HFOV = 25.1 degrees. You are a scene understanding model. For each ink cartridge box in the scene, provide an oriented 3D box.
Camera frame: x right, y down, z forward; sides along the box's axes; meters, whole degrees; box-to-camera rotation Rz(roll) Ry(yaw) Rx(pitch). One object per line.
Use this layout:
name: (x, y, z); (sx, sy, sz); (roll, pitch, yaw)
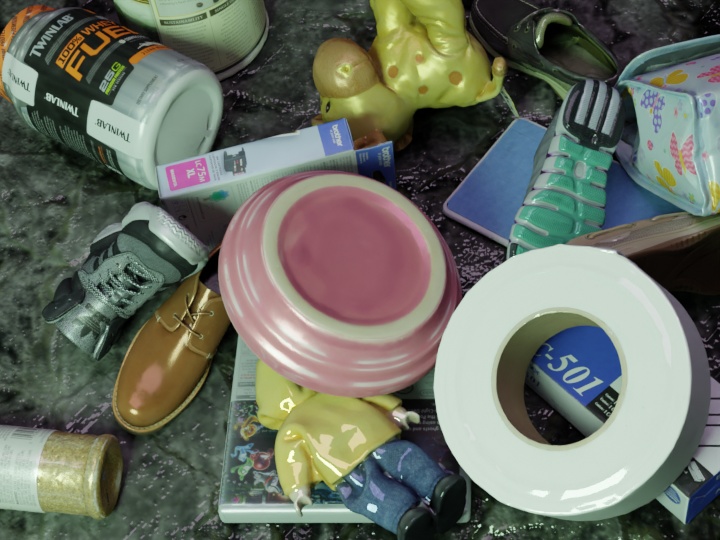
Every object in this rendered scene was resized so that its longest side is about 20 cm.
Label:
ink cartridge box: (0.215, 0.098, 1.276); (0.094, 0.044, 0.200); (-36, 57, -20)
ink cartridge box: (-0.068, -0.069, 1.390); (0.198, 0.120, 0.042); (-13, 61, -2)

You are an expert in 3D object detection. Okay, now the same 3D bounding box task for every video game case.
video game case: (-0.008, 0.119, 1.307); (0.198, 0.023, 0.183); (-1, 53, 6)

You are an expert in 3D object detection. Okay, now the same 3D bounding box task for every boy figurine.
boy figurine: (-0.017, 0.137, 1.240); (0.199, 0.065, 0.124); (34, 61, 28)

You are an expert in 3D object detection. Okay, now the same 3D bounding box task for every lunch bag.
lunch bag: (0.311, -0.135, 1.362); (0.168, 0.129, 0.200); (-14, 16, -10)

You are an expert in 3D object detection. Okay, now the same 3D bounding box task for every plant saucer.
plant saucer: (-0.010, 0.000, 1.264); (0.198, 0.051, 0.202); (9, 57, -14)

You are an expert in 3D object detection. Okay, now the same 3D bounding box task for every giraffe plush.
giraffe plush: (0.025, -0.178, 1.458); (0.161, 0.173, 0.201); (-34, 88, -5)

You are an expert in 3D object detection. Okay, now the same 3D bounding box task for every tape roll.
tape roll: (0.158, 0.084, 1.213); (0.200, 0.071, 0.205); (-6, 77, 24)

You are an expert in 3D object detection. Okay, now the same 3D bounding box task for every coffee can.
coffee can: (-0.171, -0.294, 1.521); (0.145, 0.201, 0.148); (-4, 53, 5)

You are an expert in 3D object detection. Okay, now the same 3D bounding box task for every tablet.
tablet: (0.185, -0.053, 1.411); (0.199, 0.014, 0.130); (28, 63, 26)

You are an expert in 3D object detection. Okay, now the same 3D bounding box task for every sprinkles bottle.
sprinkles bottle: (-0.293, 0.156, 1.289); (0.198, 0.069, 0.069); (4, 54, 11)

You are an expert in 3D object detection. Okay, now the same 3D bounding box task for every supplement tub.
supplement tub: (-0.235, -0.164, 1.484); (0.199, 0.123, 0.123); (26, 61, 24)

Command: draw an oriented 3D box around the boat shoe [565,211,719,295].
boat shoe: (0.257, -0.019, 1.325); (0.198, 0.073, 0.065); (-13, 37, -23)

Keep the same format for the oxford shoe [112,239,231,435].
oxford shoe: (-0.143, 0.044, 1.340); (0.071, 0.071, 0.201); (30, 71, 4)

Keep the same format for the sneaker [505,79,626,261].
sneaker: (0.171, -0.060, 1.382); (0.074, 0.088, 0.202); (24, 79, -7)

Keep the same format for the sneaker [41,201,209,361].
sneaker: (-0.196, 0.014, 1.329); (0.075, 0.200, 0.114); (40, 70, -15)

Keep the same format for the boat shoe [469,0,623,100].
boat shoe: (0.178, -0.212, 1.496); (0.072, 0.066, 0.201); (-36, 57, -17)
